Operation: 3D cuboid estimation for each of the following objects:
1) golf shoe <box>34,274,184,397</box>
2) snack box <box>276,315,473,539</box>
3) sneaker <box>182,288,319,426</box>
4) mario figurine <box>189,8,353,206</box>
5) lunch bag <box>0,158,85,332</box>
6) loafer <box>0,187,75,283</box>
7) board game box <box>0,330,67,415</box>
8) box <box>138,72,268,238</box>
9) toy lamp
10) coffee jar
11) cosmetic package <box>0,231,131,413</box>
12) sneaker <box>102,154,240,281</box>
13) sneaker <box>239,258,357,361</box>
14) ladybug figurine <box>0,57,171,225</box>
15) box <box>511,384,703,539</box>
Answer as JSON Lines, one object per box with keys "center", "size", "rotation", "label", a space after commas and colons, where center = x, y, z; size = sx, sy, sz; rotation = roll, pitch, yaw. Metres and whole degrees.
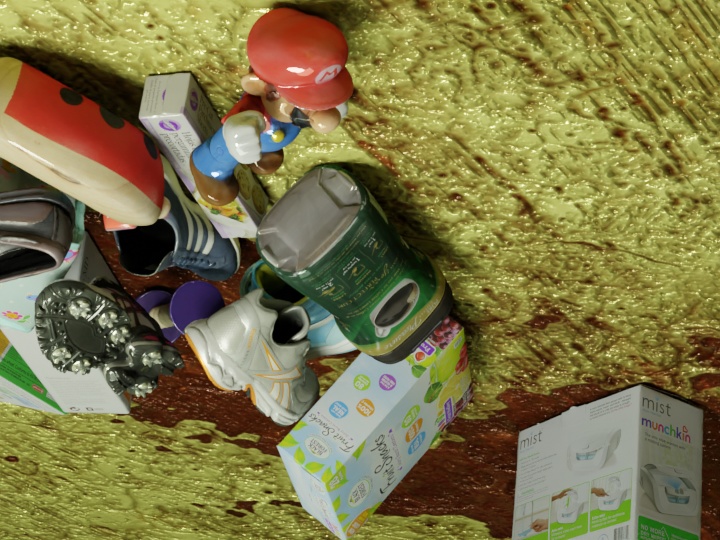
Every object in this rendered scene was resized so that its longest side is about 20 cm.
{"center": [-0.230, 0.044, 1.574], "size": [0.077, 0.088, 0.200], "rotation": [-35, 152, 5], "label": "golf shoe"}
{"center": [0.019, 0.143, 1.748], "size": [0.068, 0.200, 0.169], "rotation": [37, 164, 22], "label": "snack box"}
{"center": [-0.070, 0.074, 1.621], "size": [0.092, 0.076, 0.200], "rotation": [-35, 154, 10], "label": "sneaker"}
{"center": [-0.056, -0.107, 1.356], "size": [0.106, 0.124, 0.200], "rotation": [18, 151, -14], "label": "mario figurine"}
{"center": [-0.339, -0.047, 1.532], "size": [0.199, 0.122, 0.170], "rotation": [17, 146, -19], "label": "lunch bag"}
{"center": [-0.317, -0.012, 1.419], "size": [0.199, 0.063, 0.072], "rotation": [-14, 136, 7], "label": "loafer"}
{"center": [-0.402, 0.084, 1.839], "size": [0.199, 0.041, 0.153], "rotation": [8, 159, 36], "label": "board game box"}
{"center": [-0.124, -0.089, 1.494], "size": [0.038, 0.042, 0.200], "rotation": [-2, 151, 16], "label": "box"}
{"center": [-0.175, 0.043, 1.703], "size": [0.058, 0.059, 0.200], "rotation": [16, 172, -18], "label": "toy lamp"}
{"center": [0.000, 0.000, 1.572], "size": [0.104, 0.085, 0.200], "rotation": [-45, 141, -1], "label": "coffee jar"}
{"center": [-0.270, 0.052, 1.739], "size": [0.071, 0.102, 0.200], "rotation": [0, 154, 11], "label": "cosmetic package"}
{"center": [-0.168, -0.022, 1.586], "size": [0.075, 0.085, 0.200], "rotation": [-7, 151, 24], "label": "sneaker"}
{"center": [-0.091, 0.039, 1.703], "size": [0.199, 0.080, 0.130], "rotation": [-22, 145, 28], "label": "sneaker"}
{"center": [-0.230, -0.102, 1.424], "size": [0.199, 0.072, 0.136], "rotation": [30, 178, -22], "label": "ladybug figurine"}
{"center": [0.251, 0.234, 1.900], "size": [0.096, 0.177, 0.200], "rotation": [22, 149, -27], "label": "box"}
